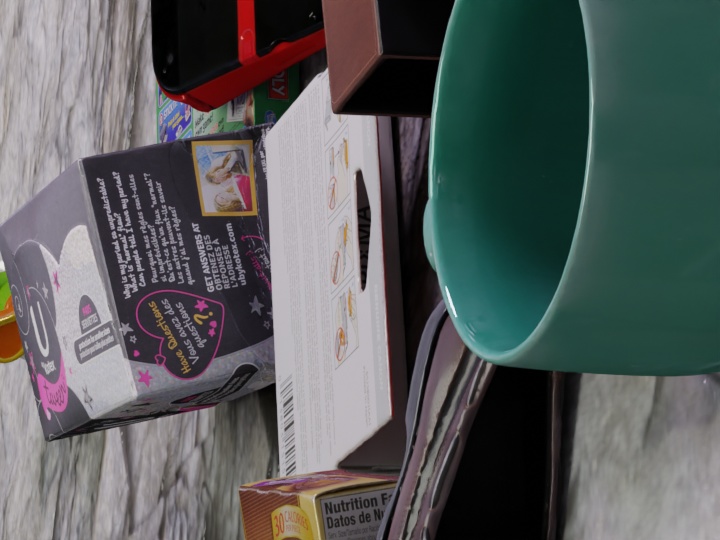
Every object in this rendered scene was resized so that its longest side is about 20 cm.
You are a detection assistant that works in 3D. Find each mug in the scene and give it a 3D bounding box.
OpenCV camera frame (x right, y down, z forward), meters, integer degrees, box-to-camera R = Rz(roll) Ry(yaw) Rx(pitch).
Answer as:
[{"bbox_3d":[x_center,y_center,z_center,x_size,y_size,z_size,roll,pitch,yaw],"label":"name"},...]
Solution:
[{"bbox_3d":[0.096,-0.045,1.020,0.185,0.114,0.153,-133,49,-66],"label":"mug"}]

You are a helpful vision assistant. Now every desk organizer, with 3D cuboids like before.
[{"bbox_3d":[0.044,-0.137,1.262,0.200,0.071,0.077,133,134,-63],"label":"desk organizer"}]

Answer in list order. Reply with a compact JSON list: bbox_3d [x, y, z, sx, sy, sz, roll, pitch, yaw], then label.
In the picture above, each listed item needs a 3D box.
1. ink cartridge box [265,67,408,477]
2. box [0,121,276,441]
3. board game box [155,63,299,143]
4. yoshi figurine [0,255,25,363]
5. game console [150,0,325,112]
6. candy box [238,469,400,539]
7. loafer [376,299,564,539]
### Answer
[{"bbox_3d":[0.000,0.000,1.412,0.174,0.043,0.201,137,133,-63],"label":"ink cartridge box"},{"bbox_3d":[-0.112,0.011,1.594,0.200,0.114,0.133,154,104,-69],"label":"box"},{"bbox_3d":[-0.078,-0.109,1.688,0.200,0.029,0.135,142,129,-66],"label":"board game box"},{"bbox_3d":[-0.239,0.036,2.029,0.200,0.111,0.113,-127,37,-67],"label":"yoshi figurine"},{"bbox_3d":[-0.055,-0.198,1.583,0.176,0.031,0.201,-21,66,48],"label":"game console"},{"bbox_3d":[-0.001,0.191,1.310,0.117,0.056,0.201,172,91,-71],"label":"candy box"},{"bbox_3d":[0.048,0.106,1.213,0.063,0.071,0.201,176,100,-67],"label":"loafer"}]
